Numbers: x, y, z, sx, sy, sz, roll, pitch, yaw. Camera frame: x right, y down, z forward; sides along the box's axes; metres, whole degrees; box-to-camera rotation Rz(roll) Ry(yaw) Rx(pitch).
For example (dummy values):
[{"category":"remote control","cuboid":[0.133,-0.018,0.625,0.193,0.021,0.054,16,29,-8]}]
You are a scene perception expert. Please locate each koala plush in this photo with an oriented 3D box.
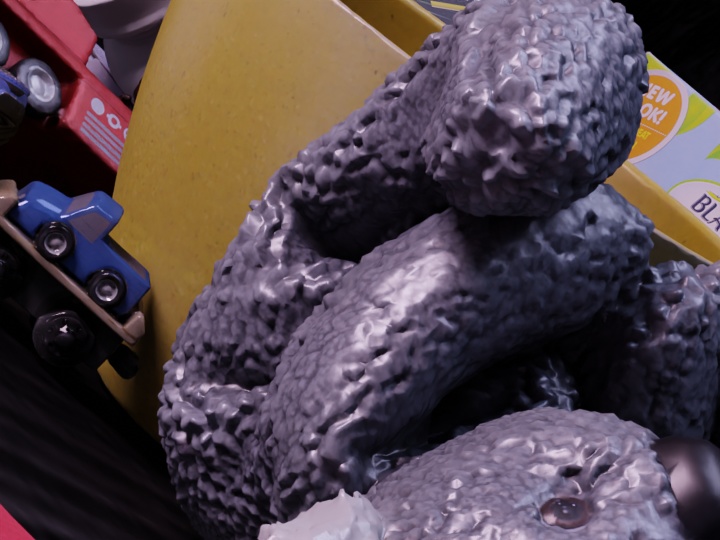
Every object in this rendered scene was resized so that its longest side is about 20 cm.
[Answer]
[{"category":"koala plush","cuboid":[0.034,0.070,0.736,0.177,0.184,0.200,44,24,-29]}]

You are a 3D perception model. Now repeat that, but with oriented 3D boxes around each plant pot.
[{"category":"plant pot","cuboid":[0.000,0.000,0.914,0.200,0.142,0.200,35,9,-6]}]

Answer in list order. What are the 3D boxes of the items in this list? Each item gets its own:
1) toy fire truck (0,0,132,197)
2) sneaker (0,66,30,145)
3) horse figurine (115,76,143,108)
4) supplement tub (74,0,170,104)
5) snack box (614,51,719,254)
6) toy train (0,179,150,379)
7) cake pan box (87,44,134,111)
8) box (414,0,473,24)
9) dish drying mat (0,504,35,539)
[{"category":"toy fire truck","cuboid":[-0.114,-0.100,1.037,0.200,0.049,0.141,44,42,-27]},{"category":"sneaker","cuboid":[-0.165,-0.113,0.938,0.200,0.078,0.075,46,3,26]},{"category":"horse figurine","cuboid":[-0.045,-0.022,1.160,0.200,0.133,0.050,20,26,-33]},{"category":"supplement tub","cuboid":[-0.016,-0.094,1.240,0.200,0.144,0.144,42,4,-30]},{"category":"snack box","cuboid":[0.083,0.050,0.989,0.068,0.200,0.169,43,3,-42]},{"category":"toy train","cuboid":[-0.128,-0.046,0.835,0.200,0.046,0.034,45,2,-12]},{"category":"cake pan box","cuboid":[-0.068,-0.017,1.324,0.184,0.052,0.200,46,2,-35]},{"category":"box","cuboid":[0.009,-0.111,1.120,0.200,0.049,0.162,5,69,-50]},{"category":"dish drying mat","cuboid":[-0.110,0.012,0.524,0.200,0.018,0.077,47,3,2]}]
